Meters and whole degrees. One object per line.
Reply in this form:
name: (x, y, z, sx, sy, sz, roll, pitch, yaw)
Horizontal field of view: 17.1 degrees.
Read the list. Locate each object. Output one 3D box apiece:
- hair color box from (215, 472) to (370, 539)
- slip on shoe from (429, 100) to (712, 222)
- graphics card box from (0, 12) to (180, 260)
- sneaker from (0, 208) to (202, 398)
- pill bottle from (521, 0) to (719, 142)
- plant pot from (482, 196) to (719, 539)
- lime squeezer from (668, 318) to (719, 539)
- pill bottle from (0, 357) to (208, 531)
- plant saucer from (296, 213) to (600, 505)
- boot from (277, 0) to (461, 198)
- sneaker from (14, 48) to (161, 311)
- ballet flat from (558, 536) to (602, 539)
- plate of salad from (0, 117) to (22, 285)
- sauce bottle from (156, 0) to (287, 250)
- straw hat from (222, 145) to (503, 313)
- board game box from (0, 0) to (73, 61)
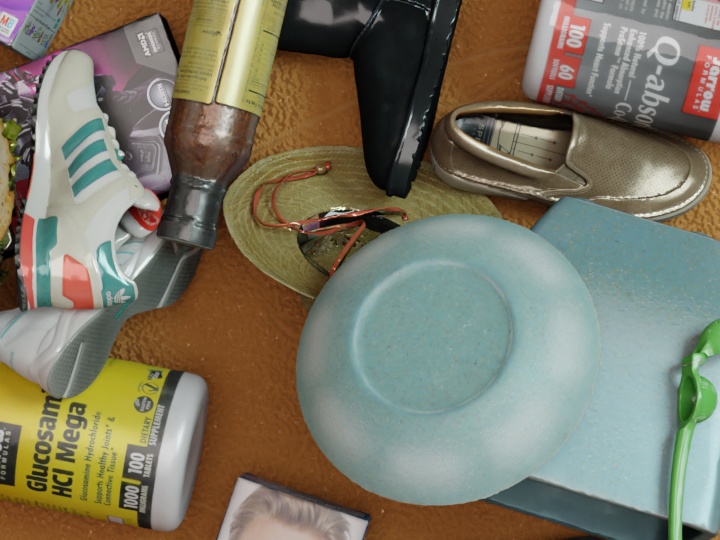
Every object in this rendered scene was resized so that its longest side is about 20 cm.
hair color box: (-0.070, 0.253, 1.685, 0.100, 0.061, 0.200, 18, 89, 2)
slip on shoe: (0.149, -0.081, 1.670, 0.200, 0.061, 0.076, 11, 66, -1)
graphics card box: (-0.210, -0.090, 1.706, 0.200, 0.051, 0.126, -20, 88, 1)
sneaker: (-0.180, 0.005, 1.656, 0.080, 0.200, 0.071, 23, 134, 25)
pill bottle: (0.219, -0.153, 1.655, 0.200, 0.116, 0.116, 13, 89, 3)
plant pot: (0.159, 0.066, 1.621, 0.196, 0.196, 0.200, 16, 79, 3)
lime squeezer: (0.229, 0.077, 1.516, 0.071, 0.038, 0.200, 46, 72, -20)
pill bottle: (-0.213, 0.110, 1.669, 0.200, 0.112, 0.113, 10, 89, 3)
plant saucer: (0.050, 0.048, 1.517, 0.201, 0.039, 0.201, -6, 65, 13)
boot: (-0.018, -0.159, 1.681, 0.162, 0.073, 0.199, 13, 78, 3)
sneaker: (-0.179, -0.058, 1.622, 0.093, 0.070, 0.200, 5, 58, -2)
ballet flat: (0.086, 0.224, 1.677, 0.200, 0.064, 0.067, -12, 88, 2)
plate of salad: (-0.251, -0.039, 1.589, 0.048, 0.200, 0.200, -1, 88, -13)
sauce bottle: (-0.099, -0.115, 1.628, 0.066, 0.066, 0.200, 15, 88, 3)
straw hat: (0.000, 0.000, 1.672, 0.201, 0.201, 0.085, 10, 127, 3)
board game box: (-0.232, -0.261, 1.684, 0.103, 0.105, 0.200, 28, 89, 3)
